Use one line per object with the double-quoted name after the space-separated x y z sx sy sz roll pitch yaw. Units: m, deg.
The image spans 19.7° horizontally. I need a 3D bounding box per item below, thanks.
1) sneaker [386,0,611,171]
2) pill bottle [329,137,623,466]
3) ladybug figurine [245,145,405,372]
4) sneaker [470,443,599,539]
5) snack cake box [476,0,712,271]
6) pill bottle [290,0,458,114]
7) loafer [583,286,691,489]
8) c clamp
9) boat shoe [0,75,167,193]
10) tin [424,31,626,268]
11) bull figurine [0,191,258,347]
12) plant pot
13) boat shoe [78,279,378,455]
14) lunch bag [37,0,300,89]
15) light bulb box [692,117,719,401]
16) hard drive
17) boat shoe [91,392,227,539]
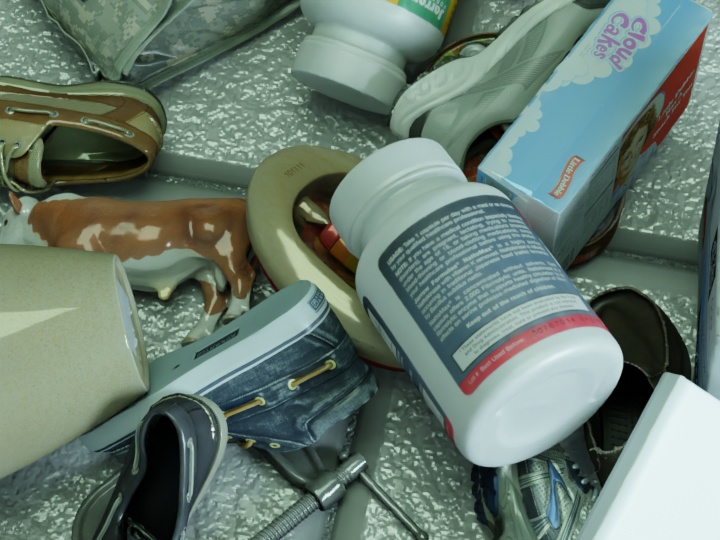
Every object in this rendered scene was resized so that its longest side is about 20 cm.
0.117 -0.136 1.491 0.200 0.074 0.079 -36 75 -11 "sneaker"
0.067 0.014 1.326 0.120 0.120 0.200 -26 60 -13 "pill bottle"
0.000 0.000 1.438 0.200 0.072 0.136 45 54 14 "ladybug figurine"
0.122 0.156 1.368 0.085 0.077 0.200 0 67 -10 "sneaker"
0.159 -0.095 1.435 0.067 0.115 0.200 31 65 17 "snack cake box"
0.022 -0.223 1.530 0.113 0.113 0.200 20 85 12 "pill bottle"
0.179 0.073 1.374 0.073 0.071 0.200 -22 37 15 "loafer"
-0.084 0.167 1.382 0.200 0.027 0.171 -33 65 -17 "c clamp"
-0.240 -0.094 1.494 0.200 0.076 0.074 -5 38 -2 "boat shoe"
0.116 -0.087 1.518 0.112 0.042 0.200 -18 61 -14 "tin"
-0.165 -0.006 1.461 0.200 0.065 0.121 -5 64 0 "bull figurine"
-0.244 0.056 1.342 0.200 0.187 0.187 -14 61 1 "plant pot"
-0.089 0.092 1.381 0.200 0.091 0.071 -29 17 18 "boat shoe"
-0.153 -0.241 1.567 0.200 0.118 0.164 -35 66 -11 "lunch bag"
0.288 0.010 1.366 0.125 0.200 0.198 5 60 6 "light bulb box"
0.196 0.182 1.298 0.132 0.027 0.200 33 81 -23 "hard drive"
-0.145 0.173 1.317 0.073 0.063 0.200 21 93 17 "boat shoe"
